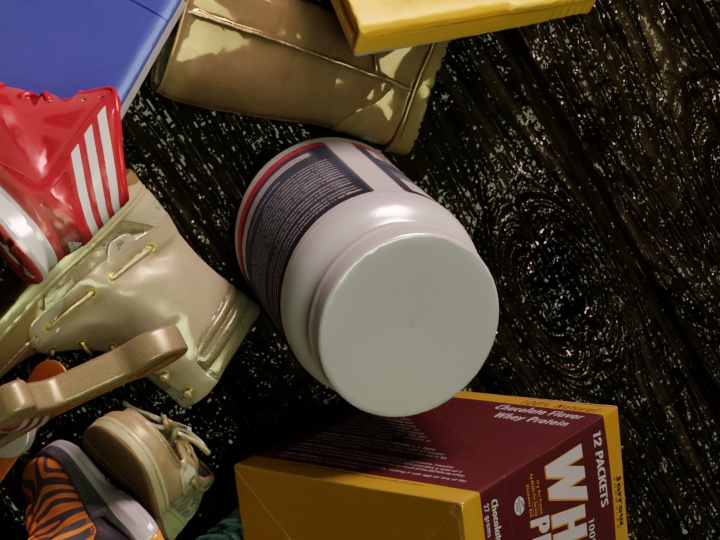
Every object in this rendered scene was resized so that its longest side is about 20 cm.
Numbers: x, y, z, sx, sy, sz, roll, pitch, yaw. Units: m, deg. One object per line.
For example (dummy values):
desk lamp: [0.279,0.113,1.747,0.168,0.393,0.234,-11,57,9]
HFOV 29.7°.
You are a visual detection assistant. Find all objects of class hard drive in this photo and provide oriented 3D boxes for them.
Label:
hard drive: [-0.220,-0.121,0.893,0.131,0.025,0.202,28,86,7]

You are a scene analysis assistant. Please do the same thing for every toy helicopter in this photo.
toy helicopter: [-0.201,0.087,0.855,0.198,0.132,0.080,-24,78,-16]

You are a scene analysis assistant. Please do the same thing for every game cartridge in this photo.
game cartridge: [0.058,-0.246,0.968,0.197,0.033,0.178,-14,67,-19]

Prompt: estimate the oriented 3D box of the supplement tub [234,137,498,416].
supplement tub: [0.000,0.000,0.928,0.138,0.200,0.143,-7,113,-17]

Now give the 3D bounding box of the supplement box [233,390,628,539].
supplement box: [0.055,0.178,0.952,0.199,0.195,0.135,-19,106,-49]

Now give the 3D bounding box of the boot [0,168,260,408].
boot: [-0.179,0.053,0.943,0.156,0.073,0.201,46,76,-23]

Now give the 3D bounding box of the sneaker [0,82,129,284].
sneaker: [-0.219,-0.095,0.854,0.115,0.078,0.201,-36,80,-20]

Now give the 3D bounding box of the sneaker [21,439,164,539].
sneaker: [-0.206,0.177,0.871,0.111,0.199,0.078,-31,111,-24]

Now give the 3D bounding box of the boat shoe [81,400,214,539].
boat shoe: [-0.138,0.127,0.918,0.073,0.200,0.063,42,73,12]

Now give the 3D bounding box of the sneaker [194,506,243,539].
sneaker: [-0.101,0.213,0.992,0.198,0.077,0.088,6,87,-42]

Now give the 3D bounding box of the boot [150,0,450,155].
boot: [-0.033,-0.185,0.974,0.197,0.066,0.178,15,90,-22]
